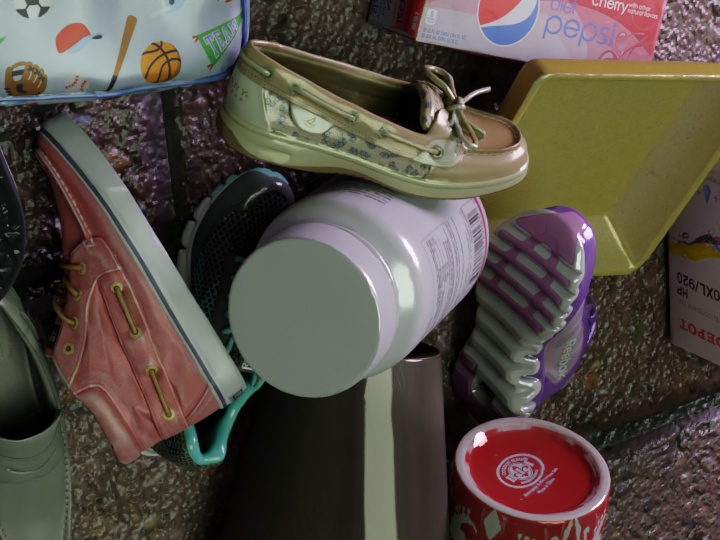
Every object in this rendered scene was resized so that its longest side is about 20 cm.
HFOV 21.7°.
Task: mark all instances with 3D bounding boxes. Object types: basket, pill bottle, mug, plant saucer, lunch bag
[{"bbox_3d":[-0.014,0.146,1.235,0.136,0.179,0.202,-14,111,-72],"label":"basket"},{"bbox_3d":[0.000,0.000,1.144,0.200,0.112,0.114,-38,135,-65],"label":"pill bottle"},{"bbox_3d":[0.104,0.200,1.320,0.132,0.178,0.201,8,125,1],"label":"mug"},{"bbox_3d":[0.148,-0.076,1.274,0.199,0.049,0.201,-4,141,-32],"label":"plant saucer"},{"bbox_3d":[-0.154,-0.181,1.071,0.199,0.075,0.162,-10,110,-29],"label":"lunch bag"}]

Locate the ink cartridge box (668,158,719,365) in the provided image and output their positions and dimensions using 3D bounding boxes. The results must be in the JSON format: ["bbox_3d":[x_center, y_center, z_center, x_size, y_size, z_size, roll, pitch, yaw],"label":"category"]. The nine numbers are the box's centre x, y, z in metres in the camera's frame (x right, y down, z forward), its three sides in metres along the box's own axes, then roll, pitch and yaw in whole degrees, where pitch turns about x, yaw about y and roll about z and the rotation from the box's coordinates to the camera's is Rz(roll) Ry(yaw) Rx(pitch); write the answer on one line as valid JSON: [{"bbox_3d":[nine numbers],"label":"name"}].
[{"bbox_3d":[0.323,-0.034,1.380,0.144,0.147,0.202,-17,114,-27],"label":"ink cartridge box"}]

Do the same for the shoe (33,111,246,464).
[{"bbox_3d":[-0.156,0.012,1.104,0.091,0.071,0.201,-32,91,-10],"label":"shoe"}]

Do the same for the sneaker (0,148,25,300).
[{"bbox_3d":[-0.231,-0.066,1.024,0.071,0.083,0.201,-15,127,-24],"label":"sneaker"}]

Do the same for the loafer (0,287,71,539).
[{"bbox_3d":[-0.211,0.096,1.130,0.070,0.070,0.202,-23,116,-23],"label":"loafer"}]

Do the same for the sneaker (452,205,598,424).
[{"bbox_3d":[0.128,0.026,1.294,0.088,0.081,0.201,-23,146,-30],"label":"sneaker"}]

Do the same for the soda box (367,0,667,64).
[{"bbox_3d":[0.107,-0.174,1.245,0.199,0.063,0.071,6,103,-33],"label":"soda box"}]

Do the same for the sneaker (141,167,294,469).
[{"bbox_3d":[-0.081,0.036,1.181,0.077,0.091,0.201,17,97,-36],"label":"sneaker"}]

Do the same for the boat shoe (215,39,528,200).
[{"bbox_3d":[0.016,-0.091,1.122,0.198,0.073,0.063,6,123,-22],"label":"boat shoe"}]
